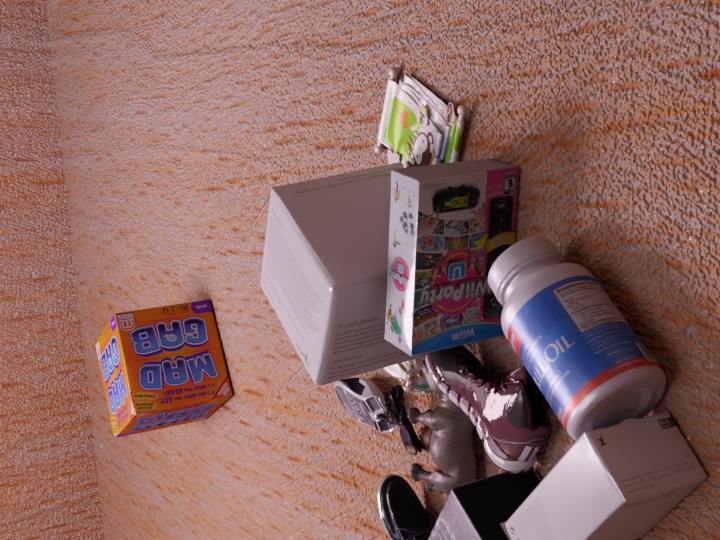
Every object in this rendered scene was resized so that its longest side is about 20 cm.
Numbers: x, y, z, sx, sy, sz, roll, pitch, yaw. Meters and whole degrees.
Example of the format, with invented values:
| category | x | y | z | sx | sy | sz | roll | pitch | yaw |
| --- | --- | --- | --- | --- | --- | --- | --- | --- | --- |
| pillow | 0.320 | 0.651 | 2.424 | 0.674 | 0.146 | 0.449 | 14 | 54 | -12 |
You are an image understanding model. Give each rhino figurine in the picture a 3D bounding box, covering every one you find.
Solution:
| category | x | y | z | sx | sy | sz | roll | pitch | yaw |
| --- | --- | --- | --- | --- | --- | --- | --- | --- | --- |
| rhino figurine | 0.109 | 0.193 | 1.385 | 0.087 | 0.059 | 0.203 | 4 | 100 | 41 |

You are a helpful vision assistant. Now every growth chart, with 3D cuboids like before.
| category | x | y | z | sx | sy | sz | roll | pitch | yaw |
| --- | --- | --- | --- | --- | --- | --- | --- | --- | --- |
| growth chart | 0.075 | -0.174 | 1.403 | 0.200 | 0.018 | 0.147 | 44 | 135 | 50 |

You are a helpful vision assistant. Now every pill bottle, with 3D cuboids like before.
| category | x | y | z | sx | sy | sz | roll | pitch | yaw |
| --- | --- | --- | --- | --- | --- | --- | --- | --- | --- |
| pill bottle | 0.211 | 0.065 | 1.111 | 0.201 | 0.111 | 0.113 | 60 | 144 | 36 |

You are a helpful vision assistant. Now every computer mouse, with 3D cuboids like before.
| category | x | y | z | sx | sy | sz | roll | pitch | yaw |
| --- | --- | --- | --- | --- | --- | --- | --- | --- | --- |
| computer mouse | 0.025 | 0.190 | 1.549 | 0.199 | 0.044 | 0.111 | 20 | 140 | 60 |

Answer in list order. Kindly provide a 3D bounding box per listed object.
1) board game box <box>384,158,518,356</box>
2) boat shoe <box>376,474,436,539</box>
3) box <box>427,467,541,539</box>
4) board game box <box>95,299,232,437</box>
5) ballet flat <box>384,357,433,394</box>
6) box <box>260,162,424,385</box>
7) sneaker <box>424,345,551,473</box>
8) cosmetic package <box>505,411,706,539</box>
| category | x | y | z | sx | sy | sz | roll | pitch | yaw |
| --- | --- | --- | --- | --- | --- | --- | --- | --- | --- |
| board game box | 0.105 | -0.018 | 1.251 | 0.064 | 0.146 | 0.203 | 27 | 121 | 53 |
| boat shoe | 0.084 | 0.366 | 1.472 | 0.062 | 0.074 | 0.202 | -45 | 63 | 50 |
| box | 0.170 | 0.374 | 1.260 | 0.201 | 0.122 | 0.198 | 57 | 145 | 37 |
| board game box | -0.397 | 0.197 | 2.181 | 0.200 | 0.197 | 0.203 | -41 | 61 | 58 |
| ballet flat | 0.043 | 0.101 | 1.484 | 0.200 | 0.063 | 0.077 | 41 | 133 | 51 |
| box | 0.000 | 0.000 | 1.386 | 0.201 | 0.197 | 0.173 | 56 | 147 | 38 |
| sneaker | 0.160 | 0.126 | 1.277 | 0.201 | 0.075 | 0.116 | 53 | 136 | 26 |
| cosmetic package | 0.241 | 0.233 | 1.100 | 0.082 | 0.111 | 0.201 | 65 | 149 | 29 |
